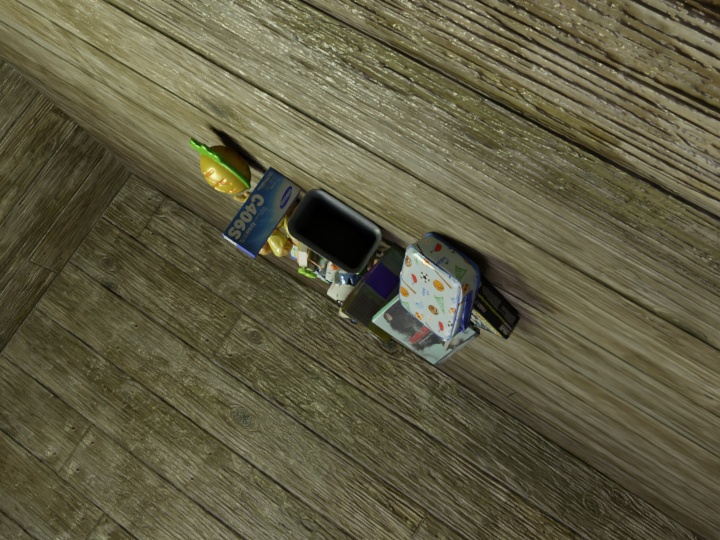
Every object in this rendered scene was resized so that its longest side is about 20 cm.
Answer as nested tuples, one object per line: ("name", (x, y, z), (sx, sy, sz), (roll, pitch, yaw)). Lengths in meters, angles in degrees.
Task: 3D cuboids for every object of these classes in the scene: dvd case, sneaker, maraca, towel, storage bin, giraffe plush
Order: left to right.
("maraca", (-0.344, -0.260, 1.586), (0.137, 0.107, 0.200), (25, 168, 32))
("giraffe plush", (-0.238, -0.147, 1.663), (0.201, 0.172, 0.162), (65, -175, 15))
("storage bin", (-0.061, -0.072, 1.480), (0.199, 0.146, 0.134), (32, 175, 5))
("sneaker", (-0.068, -0.035, 1.671), (0.075, 0.115, 0.200), (27, 170, 35))
("sneaker", (0.026, 0.080, 1.525), (0.198, 0.116, 0.081), (18, 179, -15))
("towel", (0.063, 0.057, 1.480), (0.144, 0.200, 0.023), (42, 173, -11))
("dvd case", (0.147, 0.124, 1.442), (0.200, 0.146, 0.022), (35, -146, -18))

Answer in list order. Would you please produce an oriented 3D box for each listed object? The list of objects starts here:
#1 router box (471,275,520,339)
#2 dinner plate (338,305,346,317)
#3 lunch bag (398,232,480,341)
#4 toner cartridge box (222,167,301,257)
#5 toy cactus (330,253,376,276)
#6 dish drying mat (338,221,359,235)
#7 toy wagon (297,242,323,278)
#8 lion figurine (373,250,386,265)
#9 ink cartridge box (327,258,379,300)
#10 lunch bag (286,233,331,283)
("router box", (0.230, 0.057, 1.375), (0.200, 0.062, 0.150), (41, 170, -39))
("dinner plate", (0.024, 0.086, 1.955), (0.200, 0.200, 0.024), (15, 131, 65))
("lunch bag", (0.154, 0.038, 1.238), (0.160, 0.075, 0.201), (37, 147, 29))
("toner cartridge box", (-0.237, -0.140, 1.547), (0.095, 0.201, 0.043), (34, 171, -5))
("toy cactus", (0.000, 0.000, 1.644), (0.102, 0.165, 0.201), (-8, 113, 20))
("dish drying mat", (-0.039, -0.101, 1.650), (0.077, 0.018, 0.200), (33, 172, -2))
("toy wagon", (-0.121, -0.060, 1.701), (0.039, 0.156, 0.200), (11, 174, 10))
("lion figurine", (0.122, 0.023, 1.570), (0.199, 0.073, 0.122), (29, 179, 0))
("ink cartridge box", (0.002, 0.039, 1.839), (0.084, 0.146, 0.200), (36, 172, -19))
("lunch bag", (-0.138, -0.070, 1.873), (0.200, 0.127, 0.170), (50, 171, -17))
